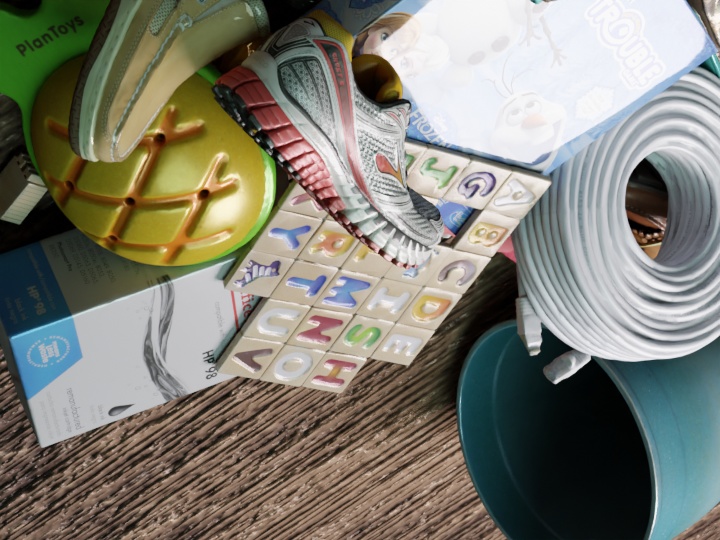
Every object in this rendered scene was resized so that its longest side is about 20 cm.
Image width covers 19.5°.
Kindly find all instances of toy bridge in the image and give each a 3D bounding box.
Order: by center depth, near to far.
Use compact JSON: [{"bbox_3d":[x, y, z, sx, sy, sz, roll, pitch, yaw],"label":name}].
[{"bbox_3d":[-0.132,-0.039,1.294,0.200,0.027,0.067,18,122,-45],"label":"toy bridge"}]

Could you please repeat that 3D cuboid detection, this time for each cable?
[{"bbox_3d":[0.183,-0.041,1.358,0.200,0.069,0.200,-18,101,-34],"label":"cable"}]

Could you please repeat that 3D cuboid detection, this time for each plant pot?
[{"bbox_3d":[0.207,0.106,1.550,0.188,0.200,0.200,-19,143,-36],"label":"plant pot"}]

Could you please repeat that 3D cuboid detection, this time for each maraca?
[{"bbox_3d":[-0.132,-0.083,1.180,0.137,0.107,0.200,-27,118,22],"label":"maraca"}]

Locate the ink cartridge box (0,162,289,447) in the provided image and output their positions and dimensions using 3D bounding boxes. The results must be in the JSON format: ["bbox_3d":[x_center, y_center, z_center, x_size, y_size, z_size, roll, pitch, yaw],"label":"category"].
[{"bbox_3d":[-0.122,0.020,1.288,0.200,0.067,0.116,-20,142,-12],"label":"ink cartridge box"}]

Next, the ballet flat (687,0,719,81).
[{"bbox_3d":[0.211,-0.198,1.318,0.067,0.068,0.200,-49,148,-7],"label":"ballet flat"}]

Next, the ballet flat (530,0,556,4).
[{"bbox_3d":[0.059,-0.233,1.089,0.064,0.200,0.067,-38,-177,0],"label":"ballet flat"}]

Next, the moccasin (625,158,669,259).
[{"bbox_3d":[0.211,-0.028,1.493,0.078,0.074,0.201,-51,148,7],"label":"moccasin"}]

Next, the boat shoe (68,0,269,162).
[{"bbox_3d":[-0.083,-0.139,1.091,0.072,0.076,0.200,104,10,-77],"label":"boat shoe"}]

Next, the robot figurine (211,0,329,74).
[{"bbox_3d":[0.014,-0.163,1.225,0.200,0.058,0.145,-5,136,-27],"label":"robot figurine"}]

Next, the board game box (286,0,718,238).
[{"bbox_3d":[0.085,-0.133,1.218,0.199,0.043,0.200,-37,140,9],"label":"board game box"}]

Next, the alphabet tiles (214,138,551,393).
[{"bbox_3d":[0.000,0.000,1.276,0.167,0.008,0.200,12,127,-37],"label":"alphabet tiles"}]

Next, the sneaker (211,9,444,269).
[{"bbox_3d":[0.003,-0.068,1.142,0.082,0.078,0.200,-46,145,-1],"label":"sneaker"}]

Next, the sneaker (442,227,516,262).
[{"bbox_3d":[0.066,-0.053,1.386,0.087,0.074,0.200,-27,137,14],"label":"sneaker"}]
